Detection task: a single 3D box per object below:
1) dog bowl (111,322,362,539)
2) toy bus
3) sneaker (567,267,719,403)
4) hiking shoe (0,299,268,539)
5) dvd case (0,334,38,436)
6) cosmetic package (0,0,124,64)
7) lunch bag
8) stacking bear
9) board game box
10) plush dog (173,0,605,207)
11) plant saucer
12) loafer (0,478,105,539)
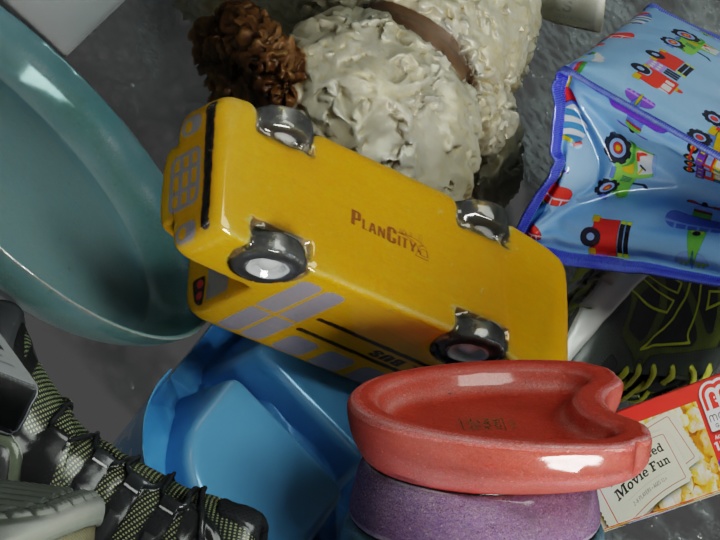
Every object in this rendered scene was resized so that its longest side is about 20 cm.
[{"bbox_3d":[-0.038,0.070,1.230,0.111,0.050,0.200,47,39,-8],"label":"dog bowl"},{"bbox_3d":[0.000,0.000,1.208,0.200,0.078,0.065,23,57,-36],"label":"toy bus"},{"bbox_3d":[0.132,0.031,1.408,0.085,0.074,0.200,51,39,-3],"label":"sneaker"},{"bbox_3d":[-0.088,0.097,1.110,0.101,0.076,0.200,-21,83,-6],"label":"hiking shoe"},{"bbox_3d":[-0.209,-0.015,1.055,0.150,0.025,0.200,24,12,-32],"label":"dvd case"},{"bbox_3d":[-0.095,-0.185,1.242,0.101,0.200,0.071,44,40,-12],"label":"cosmetic package"},{"bbox_3d":[0.190,-0.035,1.349,0.200,0.094,0.151,20,22,14],"label":"lunch bag"},{"bbox_3d":[0.047,0.146,1.167,0.114,0.200,0.121,1,14,-4],"label":"stacking bear"},{"bbox_3d":[0.134,0.077,1.273,0.151,0.200,0.046,-13,82,-49],"label":"board game box"},{"bbox_3d":[0.015,-0.083,1.308,0.200,0.160,0.172,39,41,-18],"label":"plush dog"},{"bbox_3d":[-0.139,-0.043,1.187,0.200,0.027,0.200,42,20,-19],"label":"plant saucer"},{"bbox_3d":[-0.138,0.108,0.927,0.200,0.075,0.070,-24,119,-70],"label":"loafer"}]
